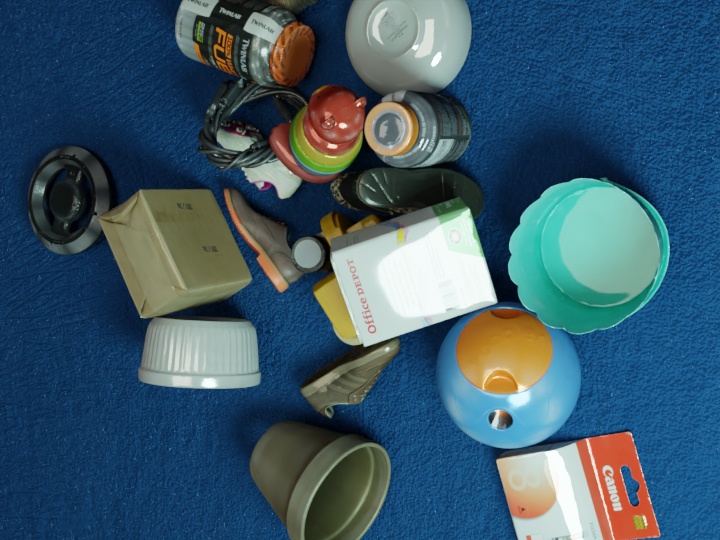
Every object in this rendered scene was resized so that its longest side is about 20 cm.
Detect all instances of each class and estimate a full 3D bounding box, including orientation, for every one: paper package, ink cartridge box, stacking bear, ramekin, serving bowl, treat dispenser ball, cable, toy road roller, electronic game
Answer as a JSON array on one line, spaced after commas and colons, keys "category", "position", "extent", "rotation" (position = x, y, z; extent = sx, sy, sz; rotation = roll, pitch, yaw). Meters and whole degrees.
[{"category": "paper package", "position": [-0.298, -0.035, 1.473], "extent": [0.103, 0.200, 0.191], "rotation": [-29, 84, 26]}, {"category": "ink cartridge box", "position": [0.070, 0.001, 1.254], "extent": [0.199, 0.088, 0.146], "rotation": [-19, 106, 1]}, {"category": "stacking bear", "position": [-0.046, -0.200, 1.272], "extent": [0.121, 0.200, 0.114], "rotation": [-29, 89, -15]}, {"category": "ramekin", "position": [-0.263, 0.131, 1.485], "extent": [0.199, 0.200, 0.106], "rotation": [2, 89, 26]}, {"category": "serving bowl", "position": [0.060, -0.353, 1.328], "extent": [0.199, 0.066, 0.201], "rotation": [4, 98, 26]}, {"category": "treat dispenser ball", "position": [0.204, 0.145, 1.253], "extent": [0.200, 0.201, 0.202], "rotation": [4, 99, 25]}, {"category": "ink cartridge box", "position": [0.313, 0.332, 1.312], "extent": [0.199, 0.050, 0.163], "rotation": [-16, 90, 30]}, {"category": "cable", "position": [-0.167, -0.222, 1.406], "extent": [0.162, 0.201, 0.051], "rotation": [15, 143, 4]}, {"category": "toy road roller", "position": [0.000, 0.000, 1.380], "extent": [0.146, 0.123, 0.201], "rotation": [-32, 83, 14]}, {"category": "electronic game", "position": [-0.537, -0.129, 1.662], "extent": [0.199, 0.042, 0.201], "rotation": [0, 89, 25]}]

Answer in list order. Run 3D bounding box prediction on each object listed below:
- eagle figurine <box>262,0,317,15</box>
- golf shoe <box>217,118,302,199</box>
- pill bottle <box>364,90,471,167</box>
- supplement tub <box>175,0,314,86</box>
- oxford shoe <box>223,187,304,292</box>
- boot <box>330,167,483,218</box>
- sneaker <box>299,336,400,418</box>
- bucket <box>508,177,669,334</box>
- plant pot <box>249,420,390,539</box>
[{"category": "eagle figurine", "position": [-0.108, -0.474, 1.364], "extent": [0.199, 0.151, 0.152], "rotation": [-25, 97, 16]}, {"category": "golf shoe", "position": [-0.178, -0.184, 1.465], "extent": [0.199, 0.075, 0.092], "rotation": [27, 111, 21]}, {"category": "pill bottle", "position": [0.078, -0.198, 1.266], "extent": [0.106, 0.200, 0.107], "rotation": [4, 98, 25]}, {"category": "supplement tub", "position": [-0.179, -0.365, 1.411], "extent": [0.199, 0.122, 0.123], "rotation": [24, 107, 22]}, {"category": "oxford shoe", "position": [-0.156, -0.062, 1.485], "extent": [0.072, 0.071, 0.200], "rotation": [-33, 78, -3]}, {"category": "boot", "position": [0.066, -0.116, 1.347], "extent": [0.154, 0.203, 0.074], "rotation": [-170, 85, -67]}, {"category": "sneaker", "position": [-0.003, 0.169, 1.443], "extent": [0.200, 0.070, 0.076], "rotation": [-31, 102, 29]}, {"category": "bucket", "position": [0.312, -0.024, 1.213], "extent": [0.206, 0.135, 0.208], "rotation": [4, 100, 26]}, {"category": "plant pot", "position": [-0.079, 0.330, 1.440], "extent": [0.173, 0.199, 0.201], "rotation": [24, 108, 38]}]
